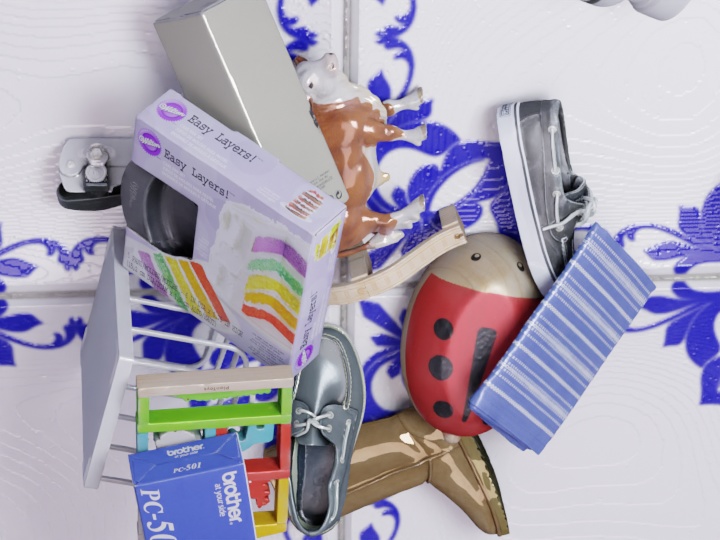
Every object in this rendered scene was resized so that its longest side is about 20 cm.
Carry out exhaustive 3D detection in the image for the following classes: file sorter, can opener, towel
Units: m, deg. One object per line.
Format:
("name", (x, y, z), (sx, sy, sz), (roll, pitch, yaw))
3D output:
("file sorter", (-0.172, 0.083, 1.670), (0.124, 0.200, 0.139), (10, 121, -16))
("can opener", (-0.167, -0.088, 1.658), (0.199, 0.053, 0.067), (-2, 156, -2))
("towel", (0.182, 0.065, 1.715), (0.200, 0.024, 0.145), (-55, 143, -2))

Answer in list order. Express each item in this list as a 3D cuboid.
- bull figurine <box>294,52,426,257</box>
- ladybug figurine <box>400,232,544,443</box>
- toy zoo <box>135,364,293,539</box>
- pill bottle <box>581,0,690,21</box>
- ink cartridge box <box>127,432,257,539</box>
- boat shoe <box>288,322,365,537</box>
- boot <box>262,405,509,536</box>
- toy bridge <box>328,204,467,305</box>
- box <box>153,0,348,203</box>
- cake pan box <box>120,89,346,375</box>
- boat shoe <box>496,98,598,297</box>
("bull figurine", (-0.005, -0.103, 1.645), (0.121, 0.065, 0.201), (-2, 122, -4))
("ladybug figurine", (0.106, 0.067, 1.732), (0.135, 0.072, 0.201), (7, 105, -7))
("toy zoo", (-0.125, 0.168, 1.603), (0.130, 0.021, 0.201), (-4, 125, -10))
("pill bottle", (0.176, -0.281, 1.522), (0.199, 0.116, 0.116), (20, 118, -17))
("ink cartridge box", (-0.134, 0.233, 1.606), (0.093, 0.044, 0.201), (-11, 126, -7))
("boat shoe", (-0.036, 0.151, 1.767), (0.072, 0.062, 0.201), (6, 98, 4))
("boot", (0.028, 0.211, 1.846), (0.199, 0.066, 0.176), (-21, 109, 7))
("toy bridge", (0.000, 0.000, 1.708), (0.199, 0.067, 0.027), (-20, 121, 7))
("box", (-0.090, -0.132, 1.573), (0.068, 0.082, 0.201), (-33, 110, -33))
("cake pan box", (-0.110, -0.030, 1.570), (0.200, 0.052, 0.185), (35, 138, 18))
("boat shoe", (0.175, -0.061, 1.682), (0.068, 0.074, 0.200), (-8, 114, 17))
